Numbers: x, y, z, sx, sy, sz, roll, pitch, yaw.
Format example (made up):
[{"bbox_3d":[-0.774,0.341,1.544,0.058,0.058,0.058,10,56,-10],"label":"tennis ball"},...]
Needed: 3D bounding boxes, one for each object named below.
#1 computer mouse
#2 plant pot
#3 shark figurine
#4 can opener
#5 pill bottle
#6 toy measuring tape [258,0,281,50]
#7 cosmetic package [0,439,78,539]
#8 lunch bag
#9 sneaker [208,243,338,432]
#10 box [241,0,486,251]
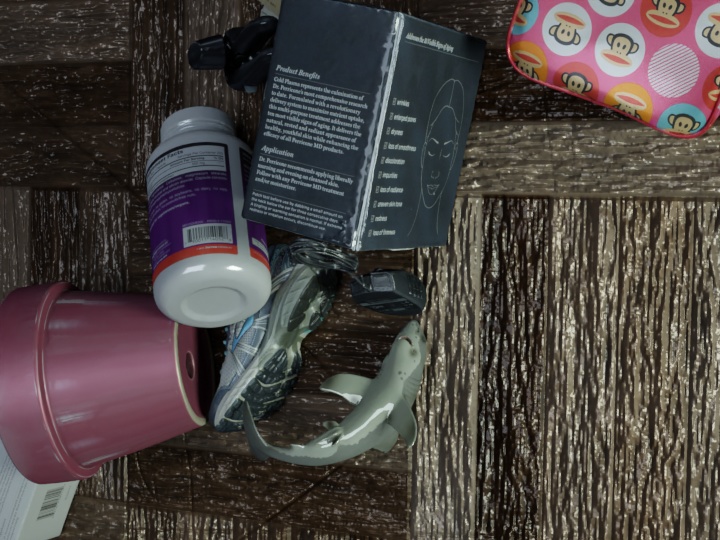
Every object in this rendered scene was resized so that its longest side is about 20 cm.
[{"bbox_3d":[0.000,0.000,1.201,0.058,0.200,0.034,-6,69,30],"label":"computer mouse"},{"bbox_3d":[-0.247,0.103,1.331,0.177,0.200,0.203,-9,89,9],"label":"plant pot"},{"bbox_3d":[-0.009,0.156,1.270,0.213,0.090,0.129,-30,53,7],"label":"shark figurine"},{"bbox_3d":[-0.103,-0.196,1.229,0.078,0.200,0.064,-22,102,-17],"label":"can opener"},{"bbox_3d":[-0.149,-0.054,1.285,0.112,0.112,0.202,-24,56,24],"label":"pill bottle"},{"bbox_3d":[-0.066,-0.269,1.300,0.073,0.073,0.201,41,130,18],"label":"toy measuring tape"},{"bbox_3d":[-0.411,0.206,1.458,0.199,0.085,0.109,28,103,22],"label":"cosmetic package"},{"bbox_3d":[0.233,-0.223,1.113,0.198,0.082,0.178,25,118,13],"label":"lunch bag"},{"bbox_3d":[-0.099,0.066,1.322,0.086,0.077,0.201,36,100,32],"label":"sneaker"},{"bbox_3d":[0.008,-0.128,1.183,0.123,0.199,0.199,17,99,24],"label":"box"}]
